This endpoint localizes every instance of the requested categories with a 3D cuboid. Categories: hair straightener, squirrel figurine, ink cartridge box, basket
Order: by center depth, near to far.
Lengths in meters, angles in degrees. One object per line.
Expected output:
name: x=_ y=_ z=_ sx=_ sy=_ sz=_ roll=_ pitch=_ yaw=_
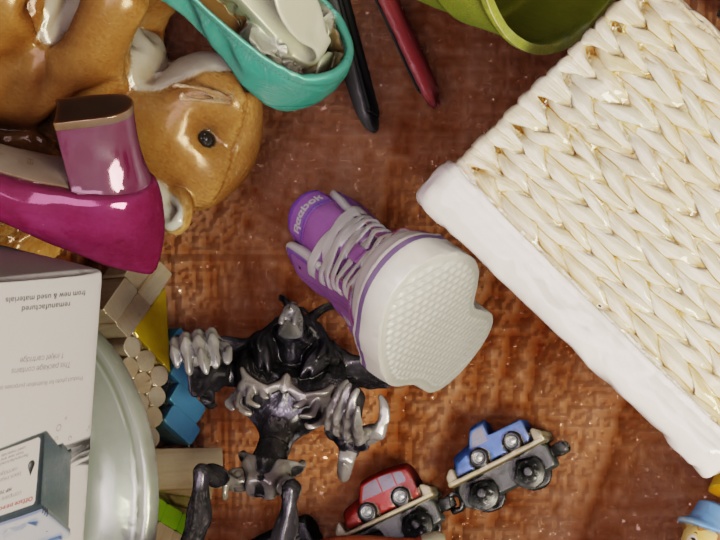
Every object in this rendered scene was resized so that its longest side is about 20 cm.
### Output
basket: x=0.152 y=-0.025 z=1.333 sx=0.200 sy=0.198 sz=0.161 roll=42 pitch=94 yaw=5
ink cartridge box: x=-0.211 y=0.088 z=1.336 sx=0.146 sy=0.086 sz=0.200 roll=13 pitch=104 yaw=40
squirrel figurine: x=-0.151 y=-0.087 z=1.422 sx=0.187 sy=0.142 sz=0.200 roll=40 pitch=112 yaw=-6
hair straightener: x=-0.029 y=-0.164 z=1.427 sx=0.077 sy=0.041 sz=0.200 roll=-24 pitch=89 yaw=9

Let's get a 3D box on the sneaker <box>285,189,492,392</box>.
sneaker: x=0.000 y=0.001 z=1.354 sx=0.114 sy=0.200 sz=0.073 roll=42 pitch=84 yaw=13

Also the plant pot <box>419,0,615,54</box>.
plant pot: x=0.026 y=-0.225 z=1.317 sx=0.193 sy=0.200 sz=0.201 roll=17 pitch=96 yaw=28

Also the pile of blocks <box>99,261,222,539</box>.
pile of blocks: x=-0.124 y=0.089 z=1.457 sx=0.062 sy=0.082 sz=0.200 roll=-5 pitch=81 yaw=51

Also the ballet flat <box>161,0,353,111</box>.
ballet flat: x=-0.074 y=-0.158 z=1.336 sx=0.200 sy=0.067 sz=0.070 roll=42 pitch=144 yaw=-25

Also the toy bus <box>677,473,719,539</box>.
toy bus: x=0.225 y=0.147 z=1.353 sx=0.200 sy=0.136 sz=0.192 roll=5 pitch=87 yaw=-6

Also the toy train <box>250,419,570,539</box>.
toy train: x=0.018 y=0.128 z=1.444 sx=0.200 sy=0.034 sz=0.046 roll=-26 pitch=79 yaw=10

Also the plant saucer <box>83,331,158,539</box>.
plant saucer: x=-0.189 y=0.115 z=1.413 sx=0.200 sy=0.050 sz=0.201 roll=0 pitch=90 yaw=42

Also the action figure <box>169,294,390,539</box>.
action figure: x=-0.043 y=0.078 z=1.373 sx=0.119 sy=0.102 sz=0.200 roll=12 pitch=56 yaw=1

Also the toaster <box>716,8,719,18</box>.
toaster: x=0.298 y=-0.156 z=1.340 sx=0.200 sy=0.119 sz=0.181 roll=31 pitch=98 yaw=5

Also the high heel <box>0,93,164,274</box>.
high heel: x=-0.200 y=-0.030 z=1.345 sx=0.200 sy=0.067 sz=0.096 roll=-4 pitch=118 yaw=9

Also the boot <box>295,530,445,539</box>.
boot: x=0.018 y=0.231 z=1.421 sx=0.107 sy=0.075 sz=0.200 roll=-11 pitch=108 yaw=-2
